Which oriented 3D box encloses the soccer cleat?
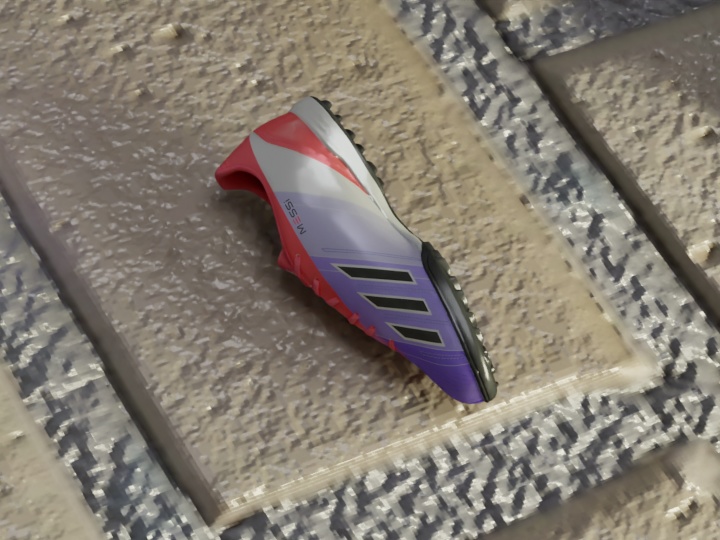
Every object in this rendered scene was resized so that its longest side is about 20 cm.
[{"bbox_3d":[0.000,0.000,1.363,0.073,0.068,0.200,-32,67,-8],"label":"soccer cleat"}]
